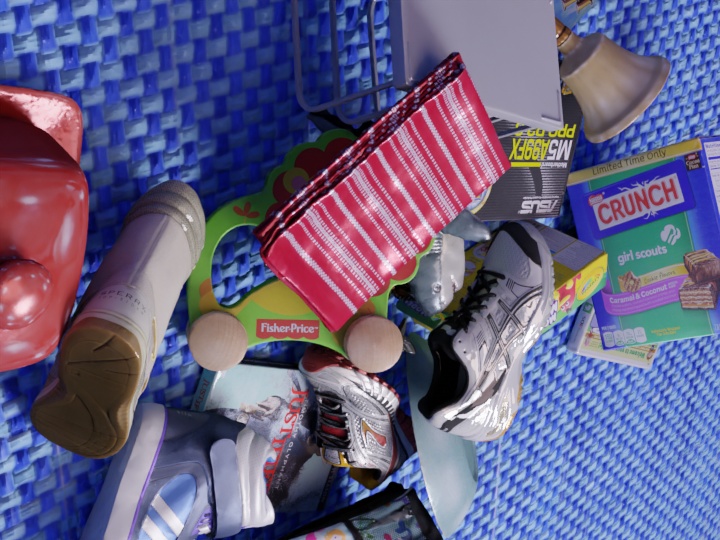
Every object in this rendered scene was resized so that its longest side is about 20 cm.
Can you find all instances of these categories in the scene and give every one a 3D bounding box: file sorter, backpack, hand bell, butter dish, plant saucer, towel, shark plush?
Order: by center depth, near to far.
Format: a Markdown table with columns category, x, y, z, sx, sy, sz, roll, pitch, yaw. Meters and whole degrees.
| category | x | y | z | sx | sy | sz | roll | pitch | yaw |
| --- | --- | --- | --- | --- | --- | --- | --- | --- | --- |
| butter dish | -0.241 | -0.008 | 0.691 | 0.199 | 0.148 | 0.201 | 0 | 109 | -45 |
| towel | 0.023 | -0.050 | 0.831 | 0.200 | 0.022 | 0.145 | -43 | 144 | -5 |
| file sorter | 0.053 | -0.183 | 0.905 | 0.200 | 0.124 | 0.139 | 6 | 78 | -47 |
| shark plush | 0.030 | -0.058 | 0.953 | 0.083 | 0.091 | 0.200 | -43 | 116 | -8 |
| hand bell | 0.181 | -0.223 | 1.043 | 0.200 | 0.104 | 0.104 | 40 | 77 | -15 |
| backpack | -0.030 | 0.302 | 1.048 | 0.199 | 0.151 | 0.178 | -8 | 151 | -36 |
| plant saucer | 0.085 | 0.155 | 1.095 | 0.201 | 0.039 | 0.202 | -11 | 90 | -81 |

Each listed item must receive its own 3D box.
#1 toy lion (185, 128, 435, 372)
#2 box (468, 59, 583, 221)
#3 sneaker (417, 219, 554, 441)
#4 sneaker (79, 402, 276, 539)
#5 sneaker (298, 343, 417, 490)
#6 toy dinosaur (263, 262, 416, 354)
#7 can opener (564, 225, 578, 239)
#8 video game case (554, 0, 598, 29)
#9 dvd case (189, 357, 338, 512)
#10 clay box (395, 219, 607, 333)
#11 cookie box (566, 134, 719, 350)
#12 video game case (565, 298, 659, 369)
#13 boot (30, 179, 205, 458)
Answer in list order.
| category | x | y | z | sx | sy | sz | roll | pitch | yaw |
| --- | --- | --- | --- | --- | --- | --- | --- | --- | --- |
| toy lion | -0.039 | -0.018 | 0.910 | 0.199 | 0.069 | 0.193 | 1 | 94 | -10 |
| box | 0.140 | -0.131 | 1.104 | 0.200 | 0.044 | 0.161 | -4 | 110 | -45 |
| sneaker | 0.107 | 0.050 | 0.986 | 0.087 | 0.076 | 0.201 | 14 | 88 | -31 |
| sneaker | -0.143 | 0.214 | 0.920 | 0.146 | 0.081 | 0.201 | 20 | 89 | -23 |
| sneaker | -0.005 | 0.139 | 1.030 | 0.082 | 0.078 | 0.200 | -50 | 138 | -15 |
| toy dinosaur | 0.000 | 0.000 | 1.009 | 0.199 | 0.102 | 0.136 | 6 | 91 | -18 |
| can opener | 0.193 | 0.021 | 1.234 | 0.063 | 0.079 | 0.200 | 45 | 67 | -10 |
| video game case | 0.206 | -0.353 | 1.064 | 0.181 | 0.045 | 0.200 | -46 | 136 | -19 |
| dvd case | -0.082 | 0.153 | 1.030 | 0.200 | 0.022 | 0.147 | 13 | 99 | -50 |
| clay box | 0.140 | 0.023 | 1.127 | 0.200 | 0.115 | 0.048 | -33 | 133 | -30 |
| cookie box | 0.324 | -0.028 | 1.199 | 0.075 | 0.171 | 0.201 | -10 | 87 | -45 |
| video game case | 0.345 | 0.028 | 1.413 | 0.200 | 0.022 | 0.183 | 14 | 98 | -49 |
| boot | -0.174 | 0.040 | 0.829 | 0.200 | 0.072 | 0.155 | 124 | -13 | -50 |
